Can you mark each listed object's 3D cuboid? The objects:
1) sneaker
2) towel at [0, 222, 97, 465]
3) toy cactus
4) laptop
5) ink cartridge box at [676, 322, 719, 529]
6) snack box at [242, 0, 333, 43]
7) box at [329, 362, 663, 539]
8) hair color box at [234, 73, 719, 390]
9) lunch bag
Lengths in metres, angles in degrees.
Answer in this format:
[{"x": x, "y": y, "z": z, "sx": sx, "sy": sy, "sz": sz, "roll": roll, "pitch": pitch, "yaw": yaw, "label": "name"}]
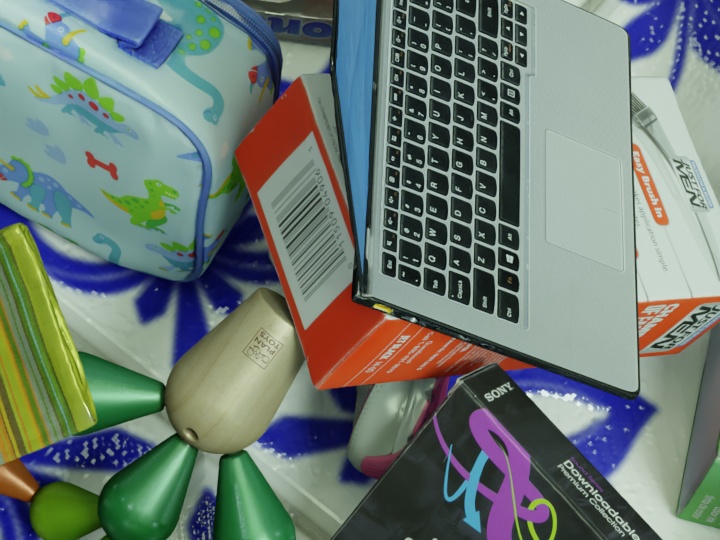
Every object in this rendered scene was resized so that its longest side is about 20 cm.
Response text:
[{"x": 0.000, "y": 0.000, "z": 1.019, "sx": 0.088, "sy": 0.082, "sz": 0.201, "roll": 4, "pitch": 56, "yaw": -3, "label": "sneaker"}, {"x": -0.206, "y": 0.058, "z": 0.904, "sx": 0.199, "sy": 0.018, "sz": 0.086, "roll": -23, "pitch": 82, "yaw": 4, "label": "towel"}, {"x": -0.083, "y": 0.078, "z": 0.934, "sx": 0.200, "sy": 0.102, "sz": 0.165, "roll": 40, "pitch": 103, "yaw": 9, "label": "toy cactus"}, {"x": 0.052, "y": -0.083, "z": 0.871, "sx": 0.199, "sy": 0.116, "sz": 0.188, "roll": 20, "pitch": 52, "yaw": -23, "label": "laptop"}, {"x": 0.254, "y": 0.057, "z": 1.014, "sx": 0.199, "sy": 0.084, "sz": 0.146, "roll": 15, "pitch": 64, "yaw": 1, "label": "ink cartridge box"}, {"x": -0.039, "y": -0.147, "z": 1.108, "sx": 0.199, "sy": 0.024, "sz": 0.072, "roll": 6, "pitch": 63, "yaw": -4, "label": "snack box"}, {"x": 0.075, "y": 0.155, "z": 0.921, "sx": 0.200, "sy": 0.143, "sz": 0.036, "roll": 47, "pitch": 34, "yaw": 13, "label": "box"}, {"x": 0.058, "y": -0.019, "z": 0.956, "sx": 0.199, "sy": 0.064, "sz": 0.111, "roll": -3, "pitch": 63, "yaw": -35, "label": "hair color box"}, {"x": -0.131, "y": -0.089, "z": 0.994, "sx": 0.199, "sy": 0.161, "sz": 0.083, "roll": 27, "pitch": 64, "yaw": 8, "label": "lunch bag"}]
